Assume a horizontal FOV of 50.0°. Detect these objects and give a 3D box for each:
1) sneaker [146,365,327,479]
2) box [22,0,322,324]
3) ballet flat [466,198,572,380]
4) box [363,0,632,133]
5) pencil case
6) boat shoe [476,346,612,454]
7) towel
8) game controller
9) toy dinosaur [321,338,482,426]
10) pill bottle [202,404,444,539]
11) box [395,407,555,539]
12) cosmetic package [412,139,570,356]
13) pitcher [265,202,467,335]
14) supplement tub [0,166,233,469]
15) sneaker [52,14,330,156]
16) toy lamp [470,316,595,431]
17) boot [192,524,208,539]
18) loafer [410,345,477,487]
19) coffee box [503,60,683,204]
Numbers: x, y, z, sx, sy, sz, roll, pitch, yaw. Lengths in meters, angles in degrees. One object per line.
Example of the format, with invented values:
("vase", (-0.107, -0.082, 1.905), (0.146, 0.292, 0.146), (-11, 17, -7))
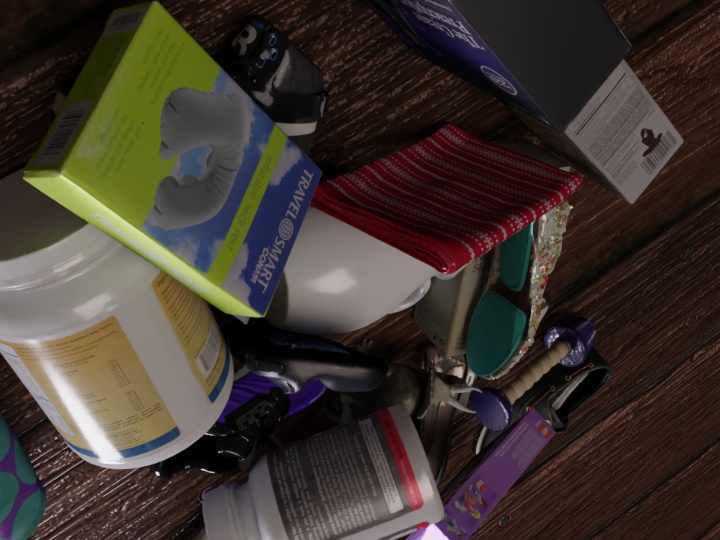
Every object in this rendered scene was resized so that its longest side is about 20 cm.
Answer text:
("sneaker", (-0.108, 0.141, 0.710), (0.199, 0.100, 0.070), (-17, 124, -20))
("box", (-0.102, -0.056, 0.504), (0.200, 0.047, 0.123), (42, 62, -46))
("ballet flat", (0.151, 0.014, 0.714), (0.064, 0.076, 0.201), (-12, 127, -33))
("box", (0.069, -0.194, 0.539), (0.141, 0.200, 0.079), (31, 101, -39))
("pencil case", (-0.318, 0.141, 0.595), (0.092, 0.085, 0.201), (-46, 138, -38))
("boat shoe", (0.226, 0.173, 0.963), (0.201, 0.063, 0.074), (-46, 134, 4))
("towel", (0.072, -0.066, 0.620), (0.199, 0.144, 0.023), (-30, 137, -41))
("game controller", (-0.053, 0.066, 0.637), (0.103, 0.200, 0.043), (0, 93, -20))
("toy dinosaur", (0.012, 0.138, 0.782), (0.199, 0.102, 0.077), (-33, 130, -10))
("pill bottle", (-0.034, 0.205, 0.696), (0.198, 0.111, 0.111), (-20, 128, -4))
("box", (0.112, 0.240, 0.818), (0.200, 0.039, 0.137), (-33, 164, -43))
("cosmetic package", (0.126, -0.022, 0.769), (0.103, 0.073, 0.201), (-9, 124, -26))
("pitcher", (0.000, 0.000, 0.689), (0.199, 0.122, 0.172), (-15, 146, -30))
("supplement tub", (-0.188, 0.031, 0.564), (0.144, 0.145, 0.201), (-27, 129, -14))
("sneaker", (-0.112, -0.138, 0.559), (0.199, 0.073, 0.113), (8, 110, -42))
("toy lamp", (0.205, 0.111, 0.884), (0.199, 0.058, 0.059), (-30, 133, -36))
("boot", (-0.126, 0.336, 0.848), (0.155, 0.072, 0.200), (-49, 131, 2))
("loafer", (0.071, 0.173, 0.872), (0.062, 0.072, 0.202), (12, 106, -18))
("coffee box", (0.188, -0.158, 0.693), (0.199, 0.114, 0.080), (32, 100, -39))
